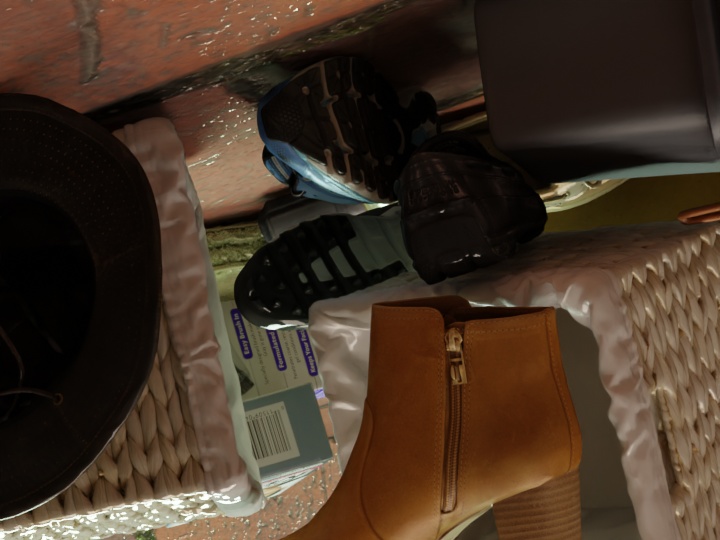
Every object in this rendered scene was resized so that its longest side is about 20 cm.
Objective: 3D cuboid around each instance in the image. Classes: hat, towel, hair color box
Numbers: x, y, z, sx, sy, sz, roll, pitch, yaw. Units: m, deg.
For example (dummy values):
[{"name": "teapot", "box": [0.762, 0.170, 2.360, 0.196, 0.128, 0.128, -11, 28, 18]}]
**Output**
[{"name": "hat", "box": [-0.159, 0.022, 1.029, 0.200, 0.202, 0.081, -21, 165, 21]}, {"name": "towel", "box": [-0.114, -0.001, 1.513, 0.199, 0.037, 0.148, -13, 171, -31]}, {"name": "hair color box", "box": [-0.051, 0.045, 1.672, 0.199, 0.110, 0.065, -11, 170, -30]}, {"name": "hair color box", "box": [-0.093, 0.140, 1.619, 0.098, 0.061, 0.200, -15, 171, -16]}]

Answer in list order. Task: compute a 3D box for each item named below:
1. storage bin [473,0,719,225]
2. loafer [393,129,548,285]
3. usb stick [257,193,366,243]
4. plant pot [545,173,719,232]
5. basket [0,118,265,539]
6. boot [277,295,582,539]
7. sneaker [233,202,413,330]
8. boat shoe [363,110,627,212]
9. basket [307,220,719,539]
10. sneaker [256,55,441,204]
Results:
[{"name": "storage bin", "box": [0.142, -0.094, 1.155, 0.133, 0.147, 0.200, -9, 173, 14]}, {"name": "loafer", "box": [0.058, -0.041, 1.152, 0.068, 0.071, 0.201, -17, -177, 12]}, {"name": "usb stick", "box": [0.030, -0.051, 1.438, 0.199, 0.056, 0.033, -19, -150, 5]}, {"name": "plant pot", "box": [0.195, 0.002, 1.503, 0.199, 0.195, 0.196, -13, 148, 23]}, {"name": "basket", "box": [-0.149, 0.044, 1.173, 0.160, 0.201, 0.198, -11, 171, -2]}, {"name": "boot", "box": [0.015, 0.088, 1.096, 0.200, 0.145, 0.071, -9, -176, 19]}, {"name": "sneaker", "box": [0.000, 0.000, 1.297, 0.199, 0.067, 0.090, -25, 168, -36]}, {"name": "boat shoe", "box": [0.097, -0.070, 1.374, 0.199, 0.074, 0.063, -17, 174, 0]}, {"name": "basket", "box": [0.109, 0.082, 1.183, 0.199, 0.199, 0.160, -6, -167, 41]}, {"name": "sneaker", "box": [-0.016, -0.062, 1.198, 0.089, 0.079, 0.200, -14, 170, 18]}]
